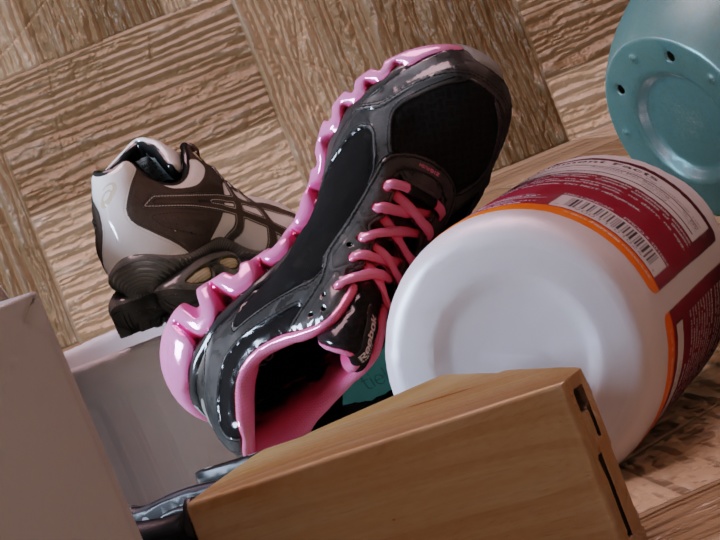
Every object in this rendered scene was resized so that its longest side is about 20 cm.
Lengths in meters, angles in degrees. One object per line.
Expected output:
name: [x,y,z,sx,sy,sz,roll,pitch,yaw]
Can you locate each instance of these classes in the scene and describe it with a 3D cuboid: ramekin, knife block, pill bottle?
ramekin: [-0.082,0.069,1.380,0.200,0.098,0.200,-21,5,2]
knife block: [-0.017,0.097,0.916,0.175,0.064,0.200,-24,5,-19]
pill bottle: [0.091,0.014,1.077,0.113,0.113,0.200,-20,4,22]

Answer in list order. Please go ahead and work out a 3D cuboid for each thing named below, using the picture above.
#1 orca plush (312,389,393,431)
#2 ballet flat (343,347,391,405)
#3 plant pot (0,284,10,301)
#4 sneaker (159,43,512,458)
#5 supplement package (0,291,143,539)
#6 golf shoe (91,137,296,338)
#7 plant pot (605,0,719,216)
orca plush: [0.008,0.065,1.134,0.200,0.071,0.105,-24,5,-28]
ballet flat: [0.050,0.044,1.248,0.200,0.070,0.069,-16,1,-26]
plant pot: [-0.251,0.105,1.251,0.198,0.201,0.200,-31,7,-21]
sneaker: [0.000,0.000,1.065,0.200,0.079,0.095,-53,27,12]
supplement package: [-0.177,0.118,0.825,0.200,0.156,0.111,-25,5,-33]
golf shoe: [-0.083,-0.030,1.346,0.078,0.095,0.200,-22,3,15]
plant pot: [0.247,-0.126,1.597,0.161,0.201,0.200,-37,11,-30]
